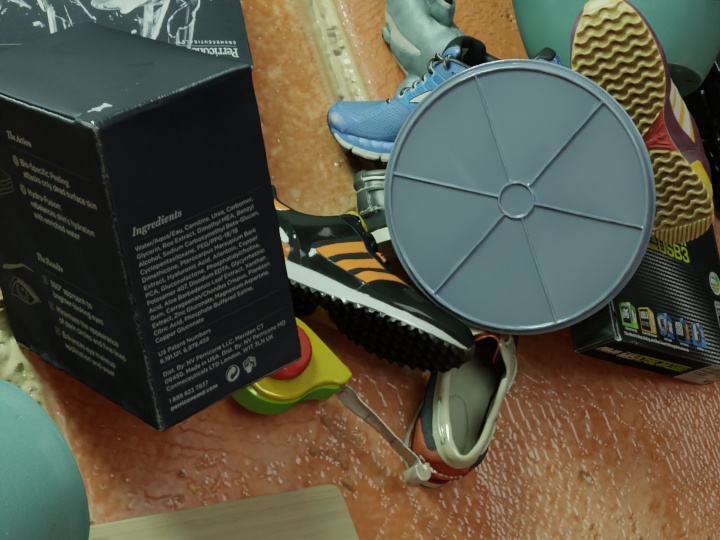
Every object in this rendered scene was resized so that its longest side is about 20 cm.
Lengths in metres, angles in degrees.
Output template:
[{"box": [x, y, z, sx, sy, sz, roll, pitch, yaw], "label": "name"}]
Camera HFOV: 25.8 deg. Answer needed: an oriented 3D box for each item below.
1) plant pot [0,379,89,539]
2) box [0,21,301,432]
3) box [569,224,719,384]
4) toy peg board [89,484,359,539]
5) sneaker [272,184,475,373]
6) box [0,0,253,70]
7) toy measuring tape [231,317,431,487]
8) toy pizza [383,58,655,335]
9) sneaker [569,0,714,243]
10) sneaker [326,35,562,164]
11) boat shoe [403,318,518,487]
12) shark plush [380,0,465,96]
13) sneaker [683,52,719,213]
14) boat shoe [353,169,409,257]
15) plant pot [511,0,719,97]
[{"box": [-0.269, 0.157, 0.914, 0.187, 0.200, 0.201, -25, 80, -45], "label": "plant pot"}, {"box": [-0.150, -0.035, 0.993, 0.117, 0.196, 0.202, -26, 120, -31], "label": "box"}, {"box": [0.224, -0.017, 1.254, 0.199, 0.047, 0.195, 16, 62, -47], "label": "box"}, {"box": [-0.084, 0.263, 1.018, 0.198, 0.098, 0.200, -6, 55, -28], "label": "toy peg board"}, {"box": [0.000, 0.000, 1.147, 0.199, 0.070, 0.091, 22, 63, 4], "label": "sneaker"}, {"box": [-0.198, -0.204, 1.143, 0.198, 0.104, 0.184, -4, 72, -26], "label": "box"}, {"box": [-0.038, 0.094, 1.113, 0.200, 0.074, 0.074, 47, 57, 0], "label": "toy measuring tape"}, {"box": [0.116, -0.053, 1.147, 0.200, 0.200, 0.032, 49, 16, 1], "label": "toy pizza"}, {"box": [0.213, -0.121, 1.201, 0.090, 0.074, 0.201, -69, 139, -64], "label": "sneaker"}, {"box": [0.067, -0.135, 1.200, 0.079, 0.198, 0.090, -47, 128, -63], "label": "sneaker"}, {"box": [0.086, 0.067, 1.186, 0.071, 0.063, 0.201, 27, 59, -10], "label": "boat shoe"}, {"box": [0.066, -0.206, 1.280, 0.090, 0.083, 0.202, -5, 71, -27], "label": "shark plush"}, {"box": [0.327, -0.126, 1.386, 0.079, 0.075, 0.201, -20, 87, -40], "label": "sneaker"}, {"box": [0.087, -0.058, 1.234, 0.198, 0.072, 0.068, -7, 71, -27], "label": "boat shoe"}, {"box": [0.217, -0.227, 1.303, 0.199, 0.200, 0.163, 4, 77, -24], "label": "plant pot"}]
